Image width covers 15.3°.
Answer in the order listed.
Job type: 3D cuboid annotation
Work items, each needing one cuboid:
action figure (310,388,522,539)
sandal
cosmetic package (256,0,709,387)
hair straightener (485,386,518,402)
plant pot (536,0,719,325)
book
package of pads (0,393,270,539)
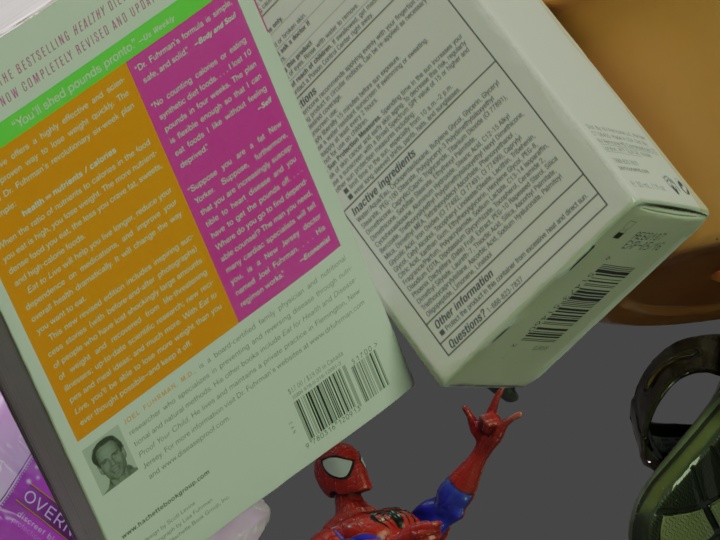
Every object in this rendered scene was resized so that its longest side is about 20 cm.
[{"bbox_3d":[0.044,0.125,1.013,0.065,0.099,0.200,-5,45,-39],"label":"action figure"},{"bbox_3d":[0.150,0.059,1.161,0.057,0.080,0.201,9,40,20],"label":"sandal"},{"bbox_3d":[0.023,-0.064,0.980,0.200,0.104,0.073,55,22,21],"label":"cosmetic package"},{"bbox_3d":[0.000,0.000,1.076,0.077,0.041,0.200,-49,127,6],"label":"hair straightener"},{"bbox_3d":[0.138,-0.063,1.058,0.200,0.200,0.141,1,72,-31],"label":"plant pot"},{"bbox_3d":[-0.069,-0.009,0.895,0.133,0.048,0.200,-34,119,-23],"label":"book"},{"bbox_3d":[-0.127,0.129,0.947,0.120,0.076,0.200,42,54,-14],"label":"package of pads"}]
